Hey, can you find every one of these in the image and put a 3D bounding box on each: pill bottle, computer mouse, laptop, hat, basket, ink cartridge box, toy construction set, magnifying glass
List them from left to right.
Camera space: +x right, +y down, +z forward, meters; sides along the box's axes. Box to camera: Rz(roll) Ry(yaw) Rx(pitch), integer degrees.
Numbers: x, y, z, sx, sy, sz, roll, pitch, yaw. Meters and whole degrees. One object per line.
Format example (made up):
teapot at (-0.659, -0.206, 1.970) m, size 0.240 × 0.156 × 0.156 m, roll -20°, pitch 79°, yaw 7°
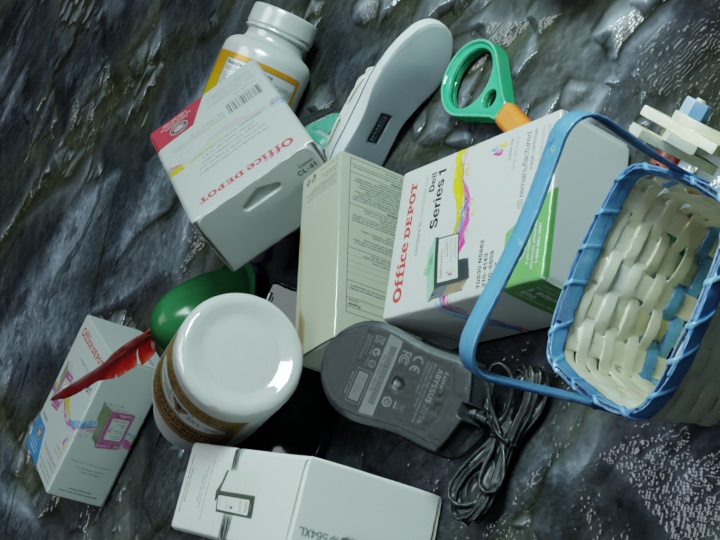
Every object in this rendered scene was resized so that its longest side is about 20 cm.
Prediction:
ink cartridge box at (-0.341, 0.177, 1.580) m, size 0.200 × 0.085 × 0.145 m, roll -62°, pitch 32°, yaw 7°
hat at (-0.230, 0.045, 1.387) m, size 0.166 × 0.176 × 0.200 m, roll -52°, pitch 31°, yaw 34°
pill bottle at (-0.133, 0.104, 1.137) m, size 0.200 × 0.114 × 0.115 m, roll 133°, pitch 148°, yaw -62°
ink cartridge box at (-0.122, -0.113, 1.286) m, size 0.147 × 0.086 × 0.200 m, roll -34°, pitch 41°, yaw 2°
pill bottle at (-0.128, -0.213, 1.470) m, size 0.111 × 0.111 × 0.200 m, roll 27°, pitch 94°, yaw 58°
laptop at (-0.075, 0.116, 1.287) m, size 0.200 × 0.116 × 0.188 m, roll 21°, pitch 89°, yaw 30°
ink cartridge box at (-0.049, 0.209, 1.058) m, size 0.200 × 0.146 × 0.084 m, roll -6°, pitch 66°, yaw 55°
computer mouse at (0.055, 0.111, 1.021) m, size 0.200 × 0.053 × 0.139 m, roll 26°, pitch 89°, yaw 31°
magnifying glass at (0.126, -0.154, 1.137) m, size 0.080 × 0.022 × 0.200 m, roll -56°, pitch 34°, yaw 19°
ink cartridge box at (0.116, -0.027, 1.013) m, size 0.200 × 0.084 × 0.145 m, roll -18°, pitch 57°, yaw 52°
basket at (0.172, 0.013, 0.789) m, size 0.139 × 0.200 × 0.177 m, roll 32°, pitch 98°, yaw 58°
toy construction set at (0.273, -0.129, 0.789) m, size 0.200 × 0.131 × 0.092 m, roll -54°, pitch 34°, yaw 27°

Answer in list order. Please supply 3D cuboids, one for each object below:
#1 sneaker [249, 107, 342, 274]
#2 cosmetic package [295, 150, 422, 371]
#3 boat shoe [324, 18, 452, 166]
sneaker at (-0.074, -0.091, 1.365) m, size 0.200 × 0.088 × 0.074 m, roll -46°, pitch 41°, yaw -11°
cosmetic package at (0.000, 0.000, 1.155) m, size 0.071 × 0.105 × 0.200 m, roll -34°, pitch 44°, yaw 46°
boat shoe at (0.019, -0.181, 1.264) m, size 0.200 × 0.074 × 0.065 m, roll -53°, pitch 39°, yaw 21°
